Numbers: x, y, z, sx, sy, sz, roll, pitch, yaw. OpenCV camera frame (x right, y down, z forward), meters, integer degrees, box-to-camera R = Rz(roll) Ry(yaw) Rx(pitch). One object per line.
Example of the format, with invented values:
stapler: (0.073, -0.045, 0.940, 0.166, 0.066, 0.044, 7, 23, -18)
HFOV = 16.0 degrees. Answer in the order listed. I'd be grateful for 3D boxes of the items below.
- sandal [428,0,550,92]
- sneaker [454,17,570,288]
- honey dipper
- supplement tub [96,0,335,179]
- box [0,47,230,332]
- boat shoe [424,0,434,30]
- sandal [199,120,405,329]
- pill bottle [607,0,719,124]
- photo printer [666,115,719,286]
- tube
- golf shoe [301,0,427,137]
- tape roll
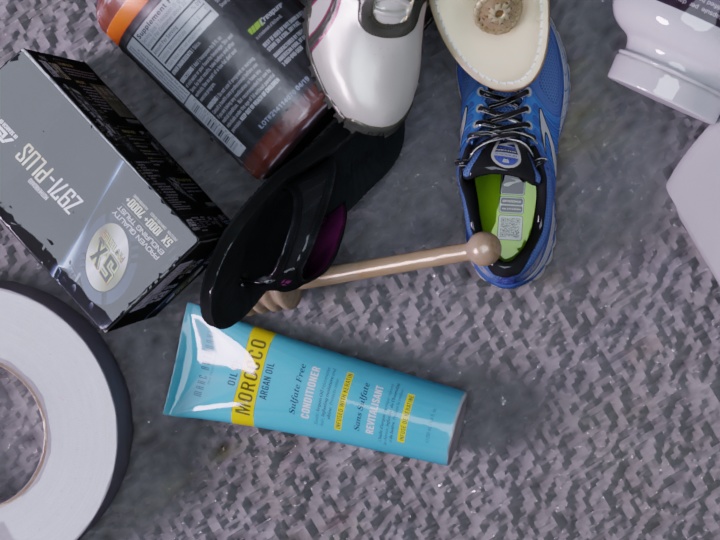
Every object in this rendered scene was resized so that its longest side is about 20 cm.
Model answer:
sandal: (0.072, -0.218, 1.608, 0.077, 0.070, 0.212, -5, 91, 10)
sneaker: (0.101, -0.087, 1.680, 0.078, 0.089, 0.201, -3, 93, 3)
honey dipper: (0.000, 0.000, 1.681, 0.199, 0.038, 0.038, -9, 92, 28)
supplement tub: (-0.099, -0.162, 1.685, 0.200, 0.107, 0.107, 45, 95, 2)
box: (-0.172, -0.052, 1.648, 0.086, 0.200, 0.164, -43, 89, 5)
boat shoe: (0.082, -0.224, 1.686, 0.065, 0.073, 0.200, 28, 108, -32)
sandal: (-0.030, -0.037, 1.661, 0.048, 0.075, 0.200, 27, 61, 30)
pill bottle: (0.234, -0.201, 1.653, 0.112, 0.112, 0.200, 25, 94, 3)
photo printer: (0.283, -0.054, 1.620, 0.166, 0.200, 0.069, -43, 123, 15)
tube: (-0.030, 0.082, 1.724, 0.199, 0.050, 0.078, 13, 86, 9)
golf shoe: (0.010, -0.184, 1.608, 0.077, 0.088, 0.201, 0, 91, -18)
tape roll: (-0.256, 0.107, 1.729, 0.200, 0.066, 0.201, 0, 92, 5)
